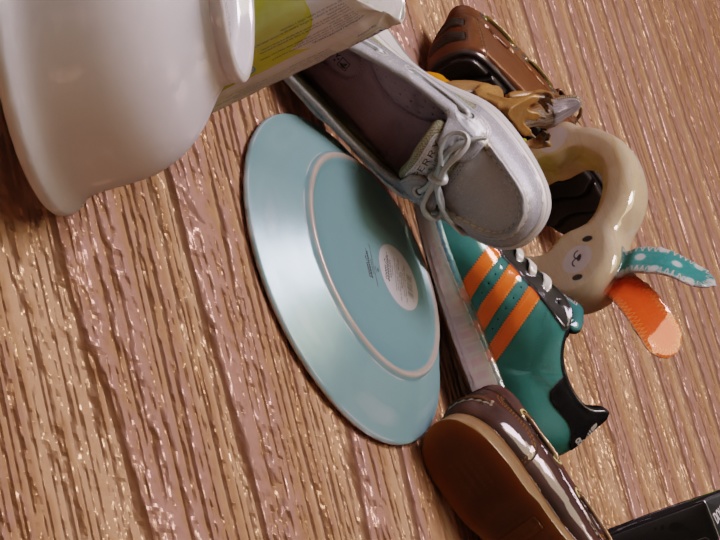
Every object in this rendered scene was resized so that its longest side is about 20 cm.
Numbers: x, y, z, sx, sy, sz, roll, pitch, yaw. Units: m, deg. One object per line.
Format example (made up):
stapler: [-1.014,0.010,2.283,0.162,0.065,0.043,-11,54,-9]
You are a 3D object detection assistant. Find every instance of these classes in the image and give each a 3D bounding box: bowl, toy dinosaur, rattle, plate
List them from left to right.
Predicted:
bowl: [-0.098,-0.127,0.947,0.201,0.090,0.202,-4,90,-83]
plate: [0.000,0.000,1.213,0.200,0.025,0.201,46,30,-37]
toy dinosaur: [0.052,-0.096,1.296,0.199,0.061,0.106,12,13,-31]
rattle: [0.120,-0.043,1.334,0.143,0.130,0.200,64,-1,-37]

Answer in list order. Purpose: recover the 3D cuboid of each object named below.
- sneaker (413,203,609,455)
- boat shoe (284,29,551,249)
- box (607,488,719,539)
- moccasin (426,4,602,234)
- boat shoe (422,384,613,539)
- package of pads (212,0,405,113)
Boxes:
sneaker: [0.088,0.015,1.296,0.071,0.080,0.201,-20,90,-88]
boat shoe: [0.022,-0.084,1.228,0.202,0.074,0.065,46,30,8]
box: [0.213,0.243,1.315,0.148,0.124,0.201,-1,69,-65]
moccasin: [0.118,-0.102,1.505,0.201,0.073,0.078,43,40,-25]
boat shoe: [0.113,0.157,1.232,0.201,0.070,0.070,61,34,-2]
package of pads: [-0.070,-0.187,1.074,0.068,0.154,0.201,18,53,-60]
